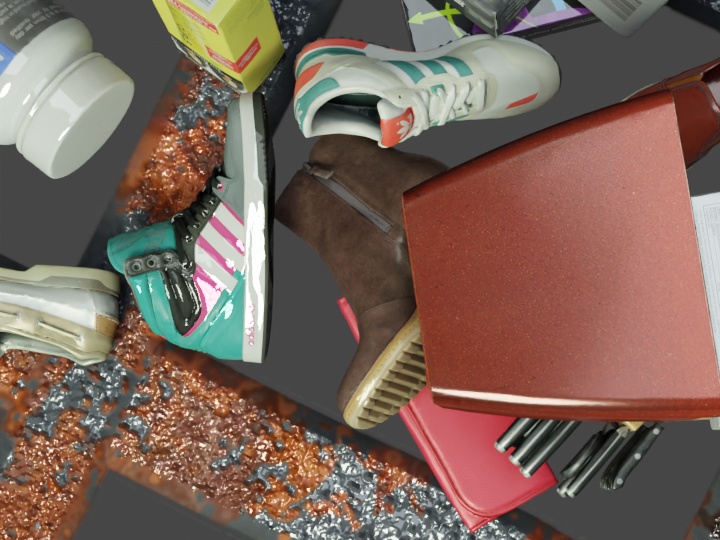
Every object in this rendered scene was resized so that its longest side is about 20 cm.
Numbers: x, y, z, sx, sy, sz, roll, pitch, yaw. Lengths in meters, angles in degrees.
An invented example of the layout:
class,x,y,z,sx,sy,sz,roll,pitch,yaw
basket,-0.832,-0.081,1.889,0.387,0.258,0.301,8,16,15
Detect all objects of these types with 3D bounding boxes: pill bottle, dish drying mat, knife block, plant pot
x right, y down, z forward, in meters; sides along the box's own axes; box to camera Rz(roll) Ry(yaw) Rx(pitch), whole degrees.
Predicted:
class,x,y,z,sx,sy,sz,roll,pitch,yaw
pill bottle,-0.273,-0.166,1.265,0.200,0.114,0.114,39,87,8
dish drying mat,0.063,0.090,1.259,0.077,0.018,0.200,-30,82,-2
knife block,0.180,0.063,1.225,0.175,0.064,0.200,-1,84,-2
plant pot,0.124,0.009,1.107,0.176,0.200,0.200,-8,84,4

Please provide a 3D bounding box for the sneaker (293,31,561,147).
class,x,y,z,sx,sy,sz,roll,pitch,yaw
sneaker,0.047,-0.122,1.238,0.200,0.070,0.093,2,42,4

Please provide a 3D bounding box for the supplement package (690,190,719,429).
class,x,y,z,sx,sy,sz,roll,pitch,yaw
supplement package,0.320,0.018,1.109,0.200,0.152,0.151,-9,83,9

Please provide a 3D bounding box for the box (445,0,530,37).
class,x,y,z,sx,sy,sz,roll,pitch,yaw
box,0.103,-0.295,1.252,0.161,0.049,0.200,39,81,16

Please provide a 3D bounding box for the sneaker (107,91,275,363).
class,x,y,z,sx,sy,sz,roll,pitch,yaw
sneaker,-0.124,-0.032,1.244,0.121,0.084,0.200,2,100,1

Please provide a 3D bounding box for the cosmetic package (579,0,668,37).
class,x,y,z,sx,sy,sz,roll,pitch,yaw
cosmetic package,0.242,-0.271,1.223,0.074,0.102,0.200,40,77,-1

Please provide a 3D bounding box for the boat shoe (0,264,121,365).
class,x,y,z,sx,sy,sz,roll,pitch,yaw
boat shoe,-0.280,0.033,1.260,0.200,0.075,0.068,1,77,3

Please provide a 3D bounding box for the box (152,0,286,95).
class,x,y,z,sx,sy,sz,roll,pitch,yaw
box,-0.103,-0.183,1.212,0.075,0.200,0.050,36,84,6

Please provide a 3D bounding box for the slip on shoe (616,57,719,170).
class,x,y,z,sx,sy,sz,roll,pitch,yaw
slip on shoe,0.246,-0.116,1.252,0.200,0.061,0.074,-28,84,1

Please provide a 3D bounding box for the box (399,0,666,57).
class,x,y,z,sx,sy,sz,roll,pitch,yaw
box,0.121,-0.248,1.289,0.200,0.036,0.143,-14,82,0

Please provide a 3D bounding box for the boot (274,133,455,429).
class,x,y,z,sx,sy,sz,roll,pitch,yaw
boot,0.000,0.000,1.246,0.166,0.072,0.200,30,83,28
